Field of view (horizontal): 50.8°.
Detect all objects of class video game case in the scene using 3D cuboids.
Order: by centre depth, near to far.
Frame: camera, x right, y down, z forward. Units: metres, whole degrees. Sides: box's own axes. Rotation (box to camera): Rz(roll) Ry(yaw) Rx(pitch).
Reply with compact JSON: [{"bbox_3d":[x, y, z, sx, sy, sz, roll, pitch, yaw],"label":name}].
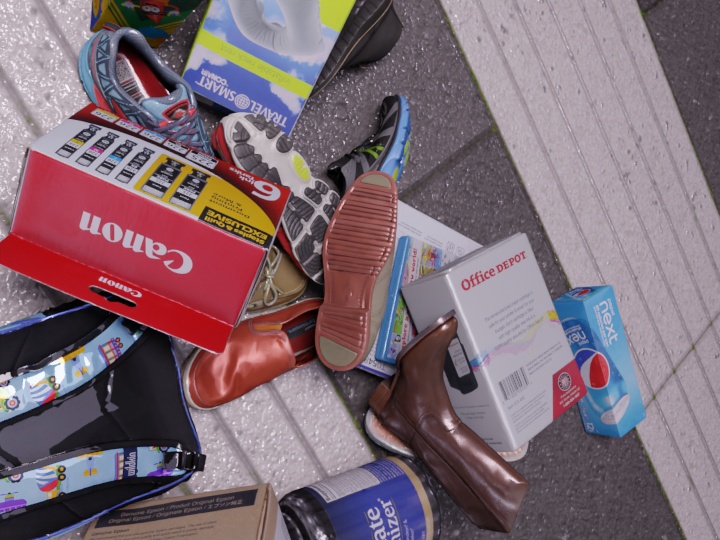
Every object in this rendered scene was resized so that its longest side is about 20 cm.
[{"bbox_3d":[0.113,0.058,0.901,0.198,0.018,0.145,20,77,-32],"label":"video game case"}]

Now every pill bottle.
[{"bbox_3d":[-0.022,0.273,0.789,0.198,0.111,0.114,-11,93,-34],"label":"pill bottle"}]

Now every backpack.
[{"bbox_3d":[-0.252,0.121,0.629,0.198,0.134,0.185,-19,98,-34],"label":"backpack"}]

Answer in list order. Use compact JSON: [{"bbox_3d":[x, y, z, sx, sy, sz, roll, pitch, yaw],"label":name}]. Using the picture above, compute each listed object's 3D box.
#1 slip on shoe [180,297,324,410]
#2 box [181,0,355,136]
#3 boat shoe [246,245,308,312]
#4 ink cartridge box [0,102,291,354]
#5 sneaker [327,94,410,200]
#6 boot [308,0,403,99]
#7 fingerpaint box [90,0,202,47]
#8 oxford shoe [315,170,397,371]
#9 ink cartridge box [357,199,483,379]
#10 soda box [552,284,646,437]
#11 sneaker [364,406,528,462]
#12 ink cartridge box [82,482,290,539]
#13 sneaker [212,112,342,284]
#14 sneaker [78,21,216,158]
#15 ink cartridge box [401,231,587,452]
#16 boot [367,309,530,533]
[{"bbox_3d":[-0.095,0.082,0.782,0.198,0.061,0.075,-24,102,-31],"label":"slip on shoe"},{"bbox_3d":[-0.089,-0.223,0.720,0.121,0.201,0.048,24,31,-13],"label":"box"},{"bbox_3d":[-0.132,0.003,0.759,0.199,0.063,0.074,8,82,-35],"label":"boat shoe"},{"bbox_3d":[-0.172,-0.041,0.629,0.198,0.176,0.085,23,116,-8],"label":"ink cartridge box"},{"bbox_3d":[0.007,-0.122,0.849,0.082,0.071,0.202,15,65,12],"label":"sneaker"},{"bbox_3d":[-0.029,-0.232,0.842,0.199,0.138,0.078,-39,79,8],"label":"boot"},{"bbox_3d":[-0.185,-0.330,0.682,0.073,0.166,0.203,6,85,-31],"label":"fingerpaint box"},{"bbox_3d":[0.000,0.000,0.777,0.074,0.070,0.203,13,92,-72],"label":"oxford shoe"},{"bbox_3d":[0.070,0.040,0.907,0.198,0.040,0.203,25,74,-31],"label":"ink cartridge box"},{"bbox_3d":[0.336,0.127,1.068,0.067,0.064,0.203,-23,99,-33],"label":"soda box"},{"bbox_3d":[0.094,0.201,0.900,0.197,0.080,0.072,12,62,-11],"label":"sneaker"},{"bbox_3d":[-0.131,0.292,0.657,0.162,0.075,0.202,-10,116,6],"label":"ink cartridge box"},{"bbox_3d":[-0.079,-0.075,0.777,0.077,0.084,0.201,-43,117,-24],"label":"sneaker"},{"bbox_3d":[-0.188,-0.135,0.711,0.079,0.095,0.201,-45,111,-27],"label":"sneaker"},{"bbox_3d":[0.152,0.078,0.849,0.145,0.082,0.202,-24,93,-37],"label":"ink cartridge box"},{"bbox_3d":[0.112,0.161,0.775,0.064,0.187,0.200,-27,66,-38],"label":"boot"}]
